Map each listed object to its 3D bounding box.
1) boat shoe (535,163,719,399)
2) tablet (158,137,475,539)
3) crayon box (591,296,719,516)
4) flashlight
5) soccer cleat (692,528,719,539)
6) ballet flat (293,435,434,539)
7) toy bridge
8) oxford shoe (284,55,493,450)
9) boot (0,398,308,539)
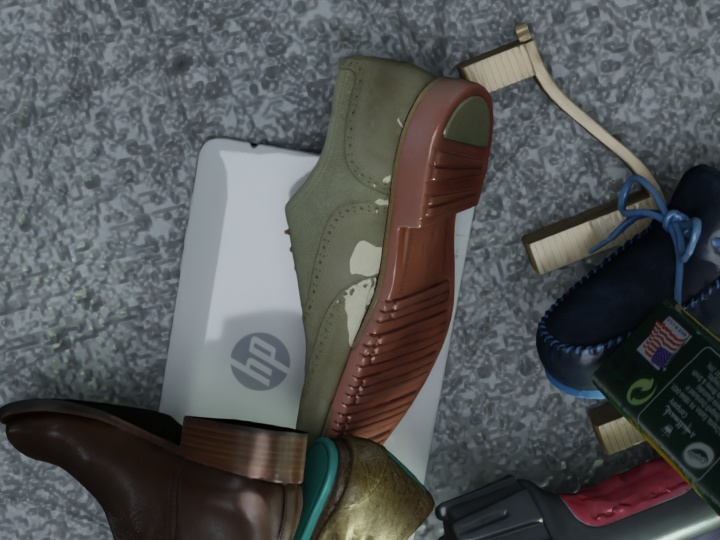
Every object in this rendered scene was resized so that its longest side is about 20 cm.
[{"bbox_3d":[0.153,-0.021,0.915,0.200,0.084,0.069,-36,133,-23],"label":"boat shoe"},{"bbox_3d":[-0.026,0.045,0.982,0.130,0.014,0.200,10,101,-1],"label":"tablet"},{"bbox_3d":[0.192,0.108,0.856,0.051,0.127,0.200,-46,122,4],"label":"crayon box"},{"bbox_3d":[0.132,0.092,0.937,0.200,0.068,0.068,-18,120,-13],"label":"flashlight"},{"bbox_3d":[0.157,0.137,0.983,0.200,0.067,0.077,13,65,5],"label":"soccer cleat"},{"bbox_3d":[-0.028,0.164,0.936,0.072,0.068,0.200,24,105,-20],"label":"ballet flat"},{"bbox_3d":[0.108,-0.019,0.961,0.067,0.027,0.200,-21,100,2],"label":"toy bridge"},{"bbox_3d":[0.000,0.000,0.943,0.074,0.071,0.200,25,107,27],"label":"oxford shoe"},{"bbox_3d":[-0.105,0.160,0.917,0.064,0.186,0.200,10,86,-46],"label":"boot"}]
